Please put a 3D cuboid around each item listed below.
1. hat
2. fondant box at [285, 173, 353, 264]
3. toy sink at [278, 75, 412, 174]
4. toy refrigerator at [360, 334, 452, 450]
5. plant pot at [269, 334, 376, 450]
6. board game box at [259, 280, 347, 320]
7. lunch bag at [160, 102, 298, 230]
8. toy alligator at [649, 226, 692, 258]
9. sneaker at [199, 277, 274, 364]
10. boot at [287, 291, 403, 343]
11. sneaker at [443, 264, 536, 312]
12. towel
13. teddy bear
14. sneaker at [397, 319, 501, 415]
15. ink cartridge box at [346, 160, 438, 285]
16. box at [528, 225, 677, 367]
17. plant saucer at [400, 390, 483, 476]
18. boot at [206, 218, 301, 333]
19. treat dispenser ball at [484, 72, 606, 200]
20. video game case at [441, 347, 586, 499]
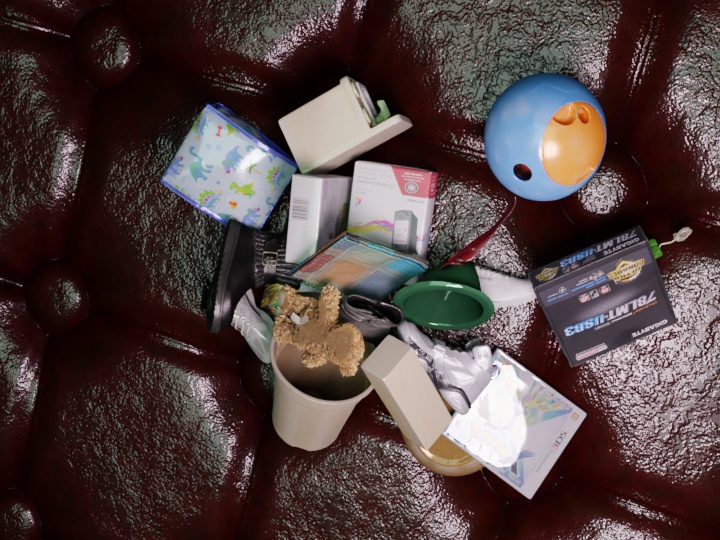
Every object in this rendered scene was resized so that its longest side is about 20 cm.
[{"bbox_3d":[0.159,-0.012,1.420,0.195,0.167,0.180,4,62,6],"label":"hat"},{"bbox_3d":[-0.068,-0.092,1.446,0.057,0.200,0.148,8,98,15],"label":"fondant box"},{"bbox_3d":[-0.025,-0.263,1.454,0.197,0.130,0.114,-26,90,15],"label":"toy sink"},{"bbox_3d":[0.080,0.209,1.414,0.076,0.069,0.202,-45,130,-18],"label":"toy refrigerator"},{"bbox_3d":[-0.079,0.215,1.482,0.197,0.201,0.186,25,131,9],"label":"plant pot"},{"bbox_3d":[-0.088,0.071,1.553,0.196,0.035,0.129,19,101,10],"label":"board game box"},{"bbox_3d":[-0.232,-0.180,1.511,0.198,0.128,0.172,34,102,-3],"label":"lunch bag"},{"bbox_3d":[0.465,-0.024,1.409,0.199,0.059,0.055,-39,46,15],"label":"toy alligator"},{"bbox_3d":[-0.231,0.094,1.518,0.076,0.114,0.202,-51,61,32],"label":"sneaker"},{"bbox_3d":[-0.029,0.063,1.413,0.195,0.131,0.069,14,69,-5],"label":"boot"},{"bbox_3d":[0.222,0.028,1.461,0.195,0.076,0.083,-7,87,12],"label":"sneaker"},{"bbox_3d":[0.000,0.000,1.370,0.146,0.197,0.022,-34,54,35],"label":"towel"},{"bbox_3d":[-0.069,0.095,1.365,0.196,0.066,0.149,2,92,35],"label":"teddy bear"},{"bbox_3d":[0.155,0.142,1.431,0.114,0.075,0.201,-40,101,-2],"label":"sneaker"},{"bbox_3d":[0.053,-0.085,1.479,0.144,0.086,0.205,9,97,12],"label":"ink cartridge box"},{"bbox_3d":[0.406,0.048,1.382,0.196,0.050,0.200,-24,123,14],"label":"box"},{"bbox_3d":[0.165,0.283,1.519,0.195,0.035,0.206,1,96,13],"label":"plant saucer"},{"bbox_3d":[-0.181,0.021,1.469,0.154,0.079,0.216,17,76,-17],"label":"boot"},{"bbox_3d":[0.300,-0.217,1.348,0.196,0.201,0.207,1,97,12],"label":"treat dispenser ball"},{"bbox_3d":[0.272,0.271,1.472,0.198,0.022,0.184,35,90,2],"label":"video game case"}]
